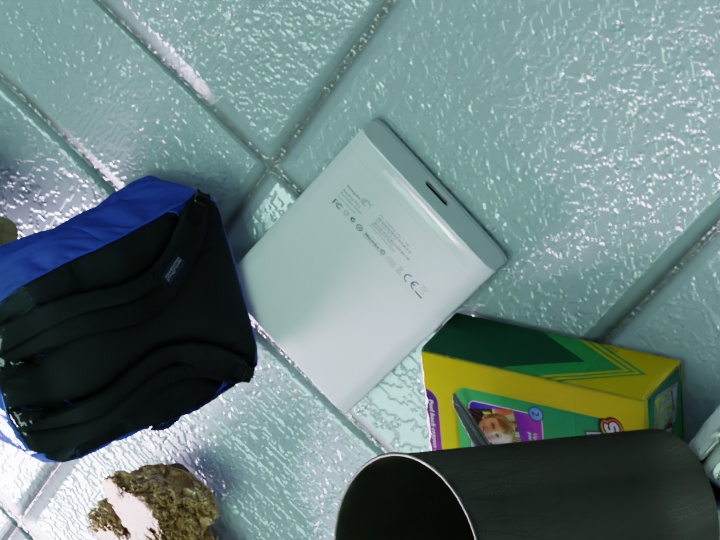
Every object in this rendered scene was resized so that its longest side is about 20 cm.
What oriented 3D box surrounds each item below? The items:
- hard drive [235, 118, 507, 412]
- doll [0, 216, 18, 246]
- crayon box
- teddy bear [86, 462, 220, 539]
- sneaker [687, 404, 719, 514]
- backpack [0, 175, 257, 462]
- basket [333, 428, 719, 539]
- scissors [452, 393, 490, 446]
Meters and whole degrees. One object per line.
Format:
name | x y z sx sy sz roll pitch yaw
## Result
hard drive | 0.000 0.000 1.779 0.132 0.027 0.200 47 134 2
doll | -0.317 -0.007 1.965 0.200 0.048 0.137 -10 82 60
crayon box | 0.136 0.142 1.750 0.172 0.058 0.201 12 124 29
teddy bear | -0.146 0.223 2.012 0.144 0.067 0.201 11 130 42
sneaker | 0.257 0.097 1.614 0.074 0.087 0.200 37 132 12
backpack | -0.199 0.043 1.823 0.167 0.199 0.163 10 124 54
basket | 0.111 0.167 1.589 0.180 0.199 0.137 -22 77 59
scissors | 0.117 0.169 1.732 0.073 0.014 0.201 1 118 38
